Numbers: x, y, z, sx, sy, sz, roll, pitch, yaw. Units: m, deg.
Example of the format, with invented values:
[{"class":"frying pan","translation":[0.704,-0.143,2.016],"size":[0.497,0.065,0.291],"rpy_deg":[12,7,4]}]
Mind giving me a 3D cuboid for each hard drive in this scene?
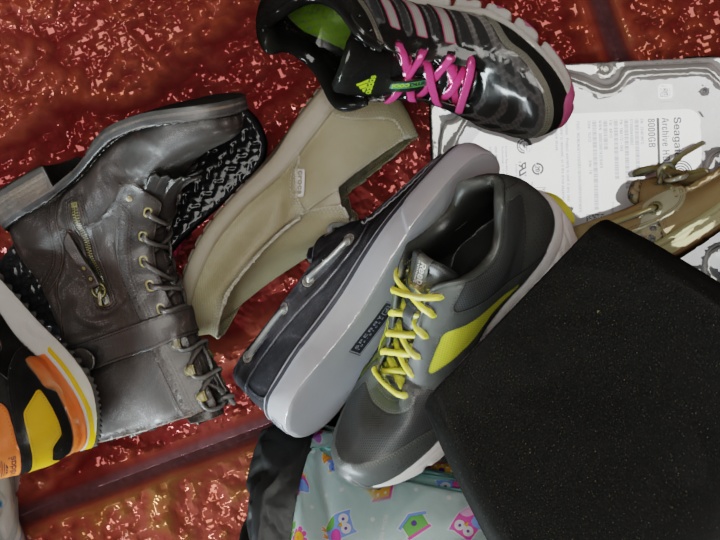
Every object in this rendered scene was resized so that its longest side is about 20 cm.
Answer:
[{"class":"hard drive","translation":[0.142,-0.057,1.242],"size":[0.199,0.038,0.140],"rpy_deg":[-2,92,2]}]

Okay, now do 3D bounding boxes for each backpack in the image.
[{"class":"backpack","translation":[0.027,0.178,1.208],"size":[0.199,0.127,0.168],"rpy_deg":[9,94,7]}]

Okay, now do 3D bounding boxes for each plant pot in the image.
[{"class":"plant pot","translation":[0.151,0.090,1.069],"size":[0.200,0.199,0.177],"rpy_deg":[-47,70,8]}]

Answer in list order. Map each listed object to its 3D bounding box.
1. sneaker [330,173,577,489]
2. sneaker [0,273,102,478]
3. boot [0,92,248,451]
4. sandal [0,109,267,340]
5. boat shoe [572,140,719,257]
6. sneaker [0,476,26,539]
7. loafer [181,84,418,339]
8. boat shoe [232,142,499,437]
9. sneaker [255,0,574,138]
[{"class":"sneaker","translation":[0.037,0.027,1.146],"size":[0.074,0.085,0.200],"rpy_deg":[31,86,39]},{"class":"sneaker","translation":[-0.240,0.049,1.202],"size":[0.200,0.090,0.070],"rpy_deg":[37,136,32]},{"class":"boot","translation":[-0.115,0.003,1.186],"size":[0.200,0.069,0.175],"rpy_deg":[-25,90,31]},{"class":"sandal","translation":[-0.138,-0.027,1.255],"size":[0.200,0.045,0.075],"rpy_deg":[-39,88,1]},{"class":"boat shoe","translation":[0.149,-0.023,1.188],"size":[0.200,0.073,0.063],"rpy_deg":[-30,84,7]},{"class":"sneaker","translation":[-0.233,0.170,1.246],"size":[0.075,0.087,0.201],"rpy_deg":[-13,92,2]},{"class":"loafer","translation":[-0.038,-0.035,1.233],"size":[0.068,0.076,0.200],"rpy_deg":[36,93,7]},{"class":"boat shoe","translation":[0.000,0.000,1.192],"size":[0.068,0.072,0.200],"rpy_deg":[39,96,31]},{"class":"sneaker","translation":[0.024,-0.120,1.178],"size":[0.199,0.088,0.074],"rpy_deg":[28,137,10]}]
